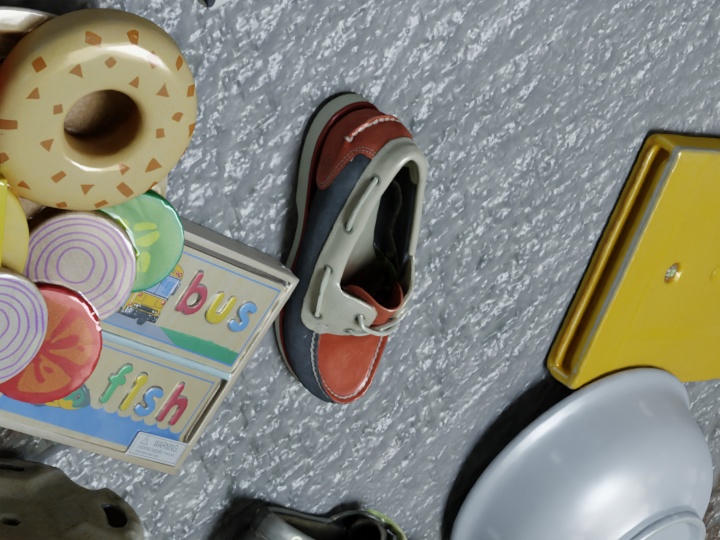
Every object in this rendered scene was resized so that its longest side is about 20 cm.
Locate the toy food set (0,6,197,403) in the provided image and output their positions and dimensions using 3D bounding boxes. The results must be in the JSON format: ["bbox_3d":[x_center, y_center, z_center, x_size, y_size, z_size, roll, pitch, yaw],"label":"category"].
[{"bbox_3d":[-0.171,-0.025,1.032,0.199,0.049,0.199,-8,120,-30],"label":"toy food set"}]

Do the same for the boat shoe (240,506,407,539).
[{"bbox_3d":[-0.003,0.180,1.374,0.201,0.072,0.060,12,110,-50],"label":"boat shoe"}]

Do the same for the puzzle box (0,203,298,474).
[{"bbox_3d":[-0.130,0.028,1.162,0.200,0.025,0.133,22,103,-51],"label":"puzzle box"}]

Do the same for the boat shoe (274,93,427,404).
[{"bbox_3d":[0.000,0.000,1.240,0.071,0.063,0.201,-23,136,-34],"label":"boat shoe"}]

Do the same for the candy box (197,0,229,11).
[{"bbox_3d":[-0.028,-0.242,1.006,0.167,0.072,0.200,-29,136,-26],"label":"candy box"}]

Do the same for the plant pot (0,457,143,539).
[{"bbox_3d":[-0.188,0.201,1.131,0.200,0.200,0.184,-4,112,-43],"label":"plant pot"}]

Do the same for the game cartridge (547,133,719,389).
[{"bbox_3d":[0.225,-0.005,1.489,0.200,0.032,0.177,-1,120,-48],"label":"game cartridge"}]

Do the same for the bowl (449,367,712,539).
[{"bbox_3d":[0.164,0.167,1.493,0.201,0.090,0.201,-27,144,-21],"label":"bowl"}]
